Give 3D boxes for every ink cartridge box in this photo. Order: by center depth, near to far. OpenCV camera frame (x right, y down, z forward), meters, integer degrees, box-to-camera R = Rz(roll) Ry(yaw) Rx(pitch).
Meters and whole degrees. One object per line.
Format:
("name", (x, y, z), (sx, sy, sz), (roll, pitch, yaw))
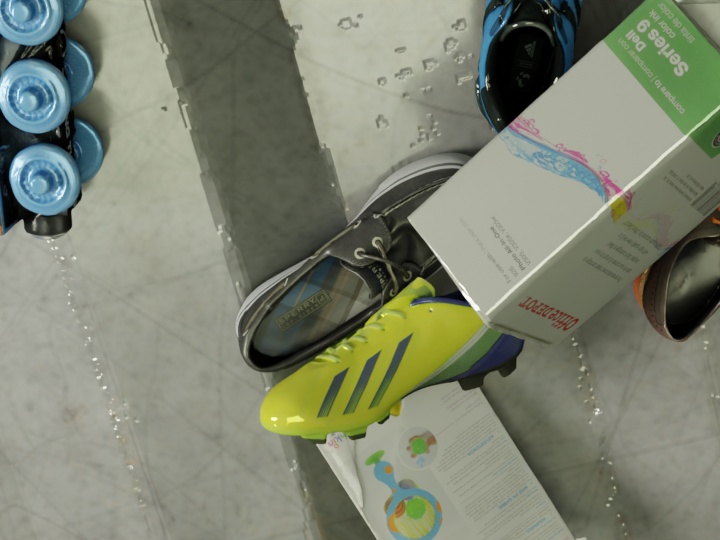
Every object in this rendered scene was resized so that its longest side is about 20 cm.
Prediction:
("ink cartridge box", (0.144, -0.054, 1.094), (0.200, 0.145, 0.088), (-44, 69, 11))

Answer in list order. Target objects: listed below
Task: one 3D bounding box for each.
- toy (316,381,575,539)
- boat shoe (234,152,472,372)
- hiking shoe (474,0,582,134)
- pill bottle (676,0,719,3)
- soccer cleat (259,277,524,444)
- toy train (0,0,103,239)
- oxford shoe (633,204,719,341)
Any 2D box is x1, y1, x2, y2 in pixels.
("toy", (0.049, 0.140, 1.245), (0.115, 0.047, 0.201), (-33, 98, -13))
("boat shoe", (0.000, 0.000, 1.191), (0.199, 0.066, 0.070), (-32, 107, 12))
("hiking shoe", (0.110, -0.172, 1.115), (0.074, 0.087, 0.202), (2, 110, 0))
("pill bottle", (0.196, -0.263, 1.066), (0.113, 0.114, 0.202), (-4, 110, 2))
("soccer cleat", (0.019, 0.048, 1.174), (0.199, 0.065, 0.084), (-19, 116, -28))
("toy train", (-0.226, -0.115, 1.143), (0.113, 0.087, 0.202), (0, 111, 7))
("oxford shoe", (0.240, -0.044, 1.169), (0.071, 0.073, 0.201), (20, 109, -7))
